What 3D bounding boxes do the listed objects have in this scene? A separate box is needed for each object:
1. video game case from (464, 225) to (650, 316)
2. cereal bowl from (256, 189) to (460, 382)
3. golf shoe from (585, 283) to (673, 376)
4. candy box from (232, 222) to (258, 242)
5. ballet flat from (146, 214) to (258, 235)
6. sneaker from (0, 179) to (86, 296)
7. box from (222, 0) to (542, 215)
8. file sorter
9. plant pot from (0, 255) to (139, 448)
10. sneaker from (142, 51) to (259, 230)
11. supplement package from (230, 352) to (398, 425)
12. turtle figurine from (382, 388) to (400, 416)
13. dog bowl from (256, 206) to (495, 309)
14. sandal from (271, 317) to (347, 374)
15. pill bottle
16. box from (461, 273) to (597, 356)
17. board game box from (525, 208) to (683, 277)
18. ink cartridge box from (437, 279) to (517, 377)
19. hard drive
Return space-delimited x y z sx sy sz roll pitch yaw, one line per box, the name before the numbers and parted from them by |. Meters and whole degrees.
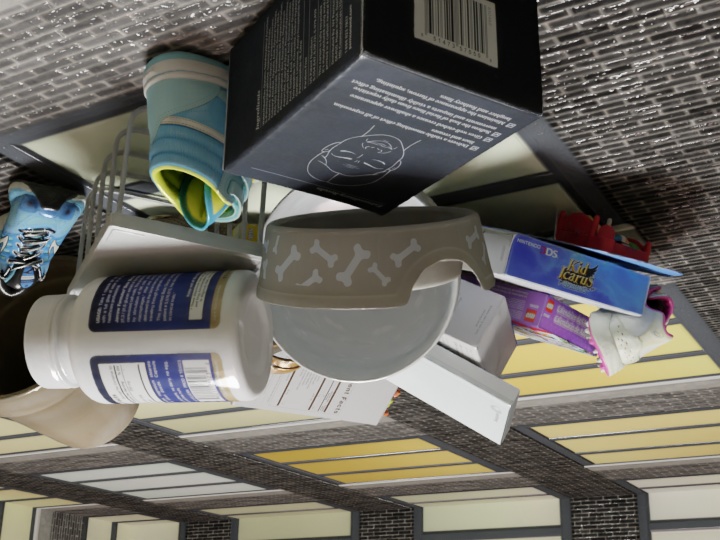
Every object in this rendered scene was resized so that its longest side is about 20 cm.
video game case | 0.161 -0.009 1.078 0.198 0.046 0.180 16 179 -35
cereal bowl | 0.000 0.000 1.013 0.197 0.203 0.083 -3 -171 10
golf shoe | 0.297 0.042 1.150 0.091 0.200 0.076 -23 108 23
candy box | -0.150 0.030 1.092 0.026 0.104 0.200 13 160 -21
ballet flat | -0.142 -0.037 1.132 0.197 0.047 0.067 7 163 0
sneaker | -0.332 -0.026 1.090 0.077 0.091 0.200 10 157 -24
box | 0.010 -0.135 0.759 0.147 0.109 0.199 13 156 -30
file sorter | -0.177 -0.047 0.978 0.137 0.126 0.200 11 157 -22
plant pot | -0.347 0.114 1.241 0.197 0.202 0.175 -6 138 18
sneaker | -0.087 -0.086 0.862 0.198 0.133 0.079 12 156 -28
supplement package | -0.056 0.094 1.298 0.197 0.122 0.121 11 124 -26
turtle figurine | 0.075 0.097 1.386 0.064 0.200 0.162 43 137 7
dog bowl | 0.011 -0.015 0.864 0.197 0.060 0.200 -3 -171 0
sandal | -0.087 0.084 1.121 0.198 0.082 0.055 -26 111 19
pill bottle | -0.183 0.059 0.924 0.197 0.113 0.111 -2 159 12
box | 0.162 0.043 1.217 0.198 0.040 0.136 15 174 43
board game box | 0.250 -0.032 1.092 0.156 0.040 0.200 14 -179 10
ink cartridge box | 0.063 0.045 1.153 0.198 0.068 0.116 23 159 27
hard drive | 0.074 0.111 1.146 0.198 0.027 0.132 28 158 15
